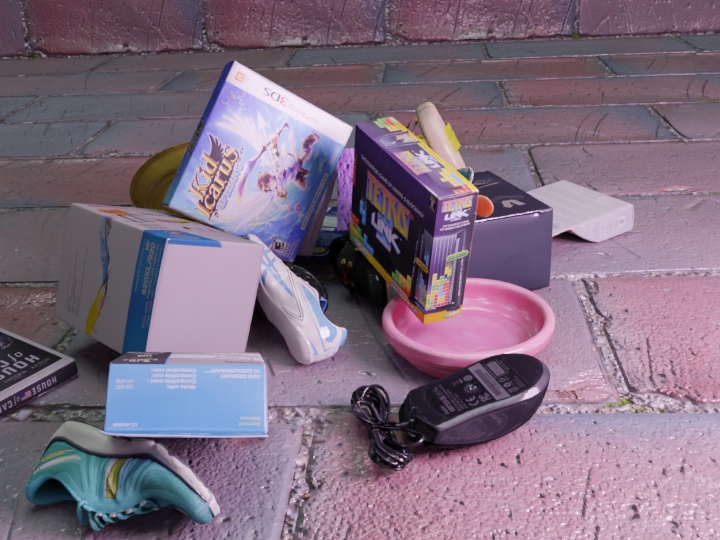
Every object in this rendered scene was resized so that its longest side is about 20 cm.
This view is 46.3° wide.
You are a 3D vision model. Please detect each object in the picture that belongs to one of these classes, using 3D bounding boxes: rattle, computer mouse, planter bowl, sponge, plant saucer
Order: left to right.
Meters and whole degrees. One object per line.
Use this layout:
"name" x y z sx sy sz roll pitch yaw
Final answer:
"planter bowl" -0.259 -0.110 1.342 0.199 0.201 0.084 -12 61 -20
"sponge" -0.004 -0.105 1.229 0.030 0.112 0.200 -3 -3 10
"rattle" 0.083 -0.123 1.123 0.142 0.131 0.201 -14 51 2
"computer mouse" 0.096 0.141 0.842 0.199 0.053 0.139 -18 25 -6
"plant saucer" 0.125 0.071 0.987 0.199 0.051 0.201 -2 24 1

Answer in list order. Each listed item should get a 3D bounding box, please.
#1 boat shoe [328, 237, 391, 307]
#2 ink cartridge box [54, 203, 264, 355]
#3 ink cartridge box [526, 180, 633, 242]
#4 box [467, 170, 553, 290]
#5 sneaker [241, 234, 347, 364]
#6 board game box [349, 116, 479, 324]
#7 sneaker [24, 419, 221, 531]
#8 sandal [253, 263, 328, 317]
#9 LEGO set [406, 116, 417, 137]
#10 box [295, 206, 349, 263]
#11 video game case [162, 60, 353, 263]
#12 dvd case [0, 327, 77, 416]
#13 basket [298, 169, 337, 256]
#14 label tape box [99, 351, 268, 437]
"boat shoe" 0.000 0.003 1.128 0.063 0.074 0.201 -6 18 -11
"ink cartridge box" -0.241 0.012 0.997 0.199 0.146 0.147 18 10 39
"ink cartridge box" 0.298 -0.078 1.319 0.199 0.048 0.160 -20 29 -23
"box" 0.132 -0.049 1.171 0.195 0.118 0.200 -10 24 -15
"sneaker" -0.088 0.031 1.024 0.072 0.072 0.200 -18 55 -31
"board game box" 0.055 -0.062 0.987 0.056 0.166 0.200 -14 37 -22
"sneaker" -0.210 0.196 0.746 0.199 0.078 0.080 5 44 28
"sandal" -0.133 0.028 1.096 0.199 0.076 0.048 3 -3 17
"LEGO set" 0.059 -0.146 1.328 0.115 0.154 0.200 25 27 -1
"box" -0.073 -0.053 1.308 0.120 0.033 0.200 4 24 19
"video game case" -0.129 -0.136 1.085 0.181 0.201 0.045 25 -3 -24
"dvd case" -0.451 0.119 0.979 0.199 0.025 0.150 13 29 33
"basket" -0.139 -0.120 1.222 0.123 0.136 0.200 12 14 -29
"label tape box" -0.161 0.114 0.797 0.142 0.067 0.200 2 -4 -9
